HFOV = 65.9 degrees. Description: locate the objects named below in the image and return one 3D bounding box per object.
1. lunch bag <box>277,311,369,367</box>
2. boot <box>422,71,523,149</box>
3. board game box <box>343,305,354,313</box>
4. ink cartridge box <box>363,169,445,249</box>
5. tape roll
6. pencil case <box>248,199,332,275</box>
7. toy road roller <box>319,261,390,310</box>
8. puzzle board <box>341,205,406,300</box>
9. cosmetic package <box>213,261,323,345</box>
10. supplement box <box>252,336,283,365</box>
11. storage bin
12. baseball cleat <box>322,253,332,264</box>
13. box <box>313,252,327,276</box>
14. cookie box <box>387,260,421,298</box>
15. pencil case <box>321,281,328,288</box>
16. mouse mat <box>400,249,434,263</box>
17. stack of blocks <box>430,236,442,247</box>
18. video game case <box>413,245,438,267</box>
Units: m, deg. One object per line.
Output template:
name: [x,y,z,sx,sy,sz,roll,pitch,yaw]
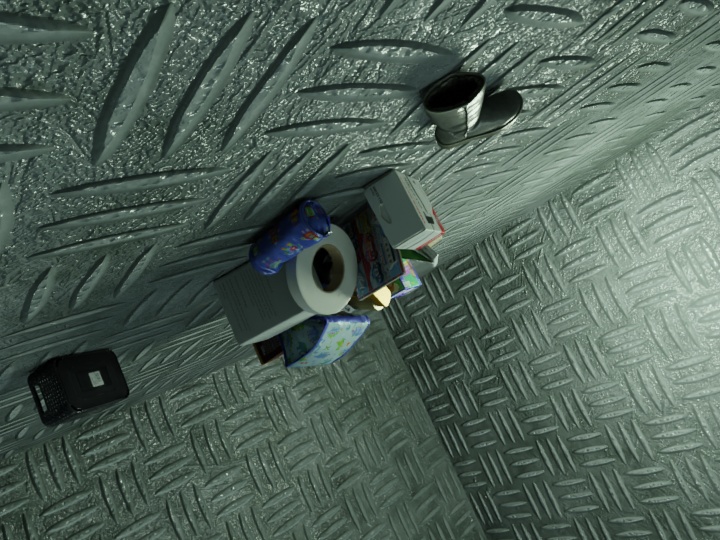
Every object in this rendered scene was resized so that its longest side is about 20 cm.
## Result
lunch bag: [-0.095,0.169,1.477,0.199,0.129,0.169,-33,157,36]
boot: [0.188,-0.273,0.901,0.180,0.073,0.200,-29,165,5]
board game box: [0.007,0.033,1.651,0.126,0.035,0.201,-36,-158,34]
ink cartridge box: [0.100,-0.128,1.214,0.083,0.146,0.200,-30,172,20]
tape roll: [-0.082,-0.003,1.237,0.037,0.206,0.202,0,-169,40]
pencil case: [-0.138,-0.063,1.100,0.086,0.079,0.199,14,146,-42]
toy road roller: [0.000,0.000,1.443,0.121,0.147,0.200,1,146,35]
puzzle board: [0.023,-0.051,1.292,0.017,0.203,0.150,9,148,-44]
cosmetic package: [-0.208,0.058,1.334,0.198,0.167,0.165,-27,172,12]
supplement box: [-0.246,0.148,1.668,0.132,0.199,0.200,-19,169,-38]
storage bin: [-0.676,0.280,1.347,0.093,0.137,0.200,-28,172,14]
baseball cleat: [-0.052,-0.032,1.562,0.107,0.070,0.200,-51,158,8]
box: [-0.135,0.006,1.579,0.100,0.076,0.199,-32,172,40]
cookie box: [0.080,-0.028,1.586,0.075,0.202,0.171,-30,172,21]
pencil case: [-0.118,0.078,1.534,0.198,0.089,0.088,-20,171,-18]
mouse mat: [0.077,-0.066,1.400,0.160,0.199,0.008,7,110,-52]
stack of blocks: [0.163,-0.129,1.489,0.058,0.116,0.200,-36,171,3]
video game case: [0.136,-0.084,1.501,0.022,0.182,0.200,-47,171,1]
